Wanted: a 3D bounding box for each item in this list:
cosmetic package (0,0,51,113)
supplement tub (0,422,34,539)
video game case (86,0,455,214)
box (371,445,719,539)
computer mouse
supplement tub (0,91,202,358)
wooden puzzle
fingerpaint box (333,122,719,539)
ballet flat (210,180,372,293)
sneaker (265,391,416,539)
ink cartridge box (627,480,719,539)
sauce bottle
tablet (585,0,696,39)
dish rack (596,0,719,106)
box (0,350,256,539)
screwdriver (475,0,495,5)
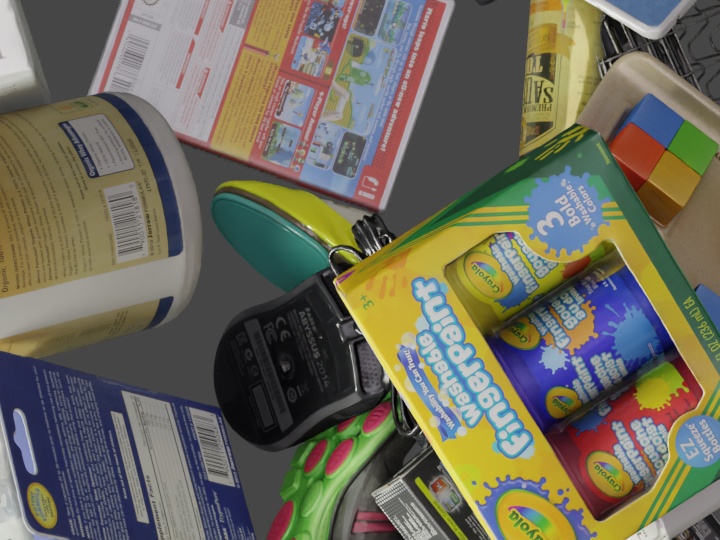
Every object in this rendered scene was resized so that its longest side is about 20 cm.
[{"bbox_3d":[-0.291,-0.174,1.615,0.164,0.165,0.201,-18,87,-4],"label":"cosmetic package"},{"bbox_3d":[-0.295,0.131,1.610,0.199,0.123,0.123,-13,86,-5],"label":"supplement tub"},{"bbox_3d":[-0.056,-0.135,1.703,0.199,0.017,0.144,19,84,-2],"label":"video game case"},{"bbox_3d":[0.127,0.162,1.646,0.160,0.044,0.200,-39,90,-31],"label":"box"},{"bbox_3d":[-0.013,0.052,1.623,0.052,0.200,0.139,-13,84,-40],"label":"computer mouse"},{"bbox_3d":[-0.207,-0.018,1.589,0.199,0.144,0.145,-14,86,-30],"label":"supplement tub"},{"bbox_3d":[0.187,-0.010,1.583,0.185,0.046,0.200,37,62,-5],"label":"wooden puzzle"},{"bbox_3d":[0.107,0.049,1.497,0.166,0.073,0.201,-32,98,-1],"label":"fingerpaint box"},{"bbox_3d":[0.000,0.000,1.671,0.200,0.067,0.067,36,53,16],"label":"ballet flat"},{"bbox_3d":[-0.004,0.153,1.665,0.084,0.077,0.201,33,78,-31],"label":"sneaker"},{"bbox_3d":[0.202,0.063,1.638,0.199,0.084,0.145,-28,84,-27],"label":"ink cartridge box"},{"bbox_3d":[0.131,-0.089,1.688,0.065,0.066,0.202,5,83,-4],"label":"sauce bottle"},{"bbox_3d":[0.136,-0.230,1.680,0.199,0.014,0.130,33,63,19],"label":"tablet"},{"bbox_3d":[0.242,-0.122,1.686,0.199,0.055,0.154,-23,86,-18],"label":"dish rack"},{"bbox_3d":[-0.143,0.120,1.581,0.032,0.199,0.122,-33,58,28],"label":"box"},{"bbox_3d":[0.026,-0.250,1.712,0.029,0.028,0.200,-40,92,-35],"label":"screwdriver"}]
